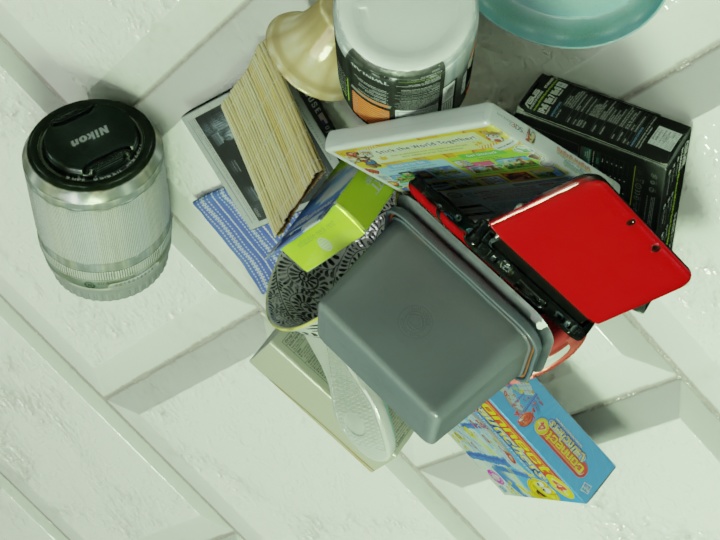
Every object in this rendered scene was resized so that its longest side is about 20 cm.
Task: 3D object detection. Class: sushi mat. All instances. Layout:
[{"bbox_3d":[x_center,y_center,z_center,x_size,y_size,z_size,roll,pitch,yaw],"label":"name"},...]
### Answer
[{"bbox_3d":[-0.090,-0.134,1.609,0.096,0.012,0.201,-55,42,33],"label":"sushi mat"}]

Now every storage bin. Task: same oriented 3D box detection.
[{"bbox_3d":[0.057,0.058,1.502,0.200,0.134,0.146,44,162,15],"label":"storage bin"}]

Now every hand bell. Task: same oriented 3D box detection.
[{"bbox_3d":[0.005,-0.257,1.478,0.104,0.104,0.200,41,133,-3],"label":"hand bell"}]

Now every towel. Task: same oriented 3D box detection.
[{"bbox_3d":[-0.097,-0.044,1.844,0.199,0.024,0.145,-17,117,51],"label":"towel"}]

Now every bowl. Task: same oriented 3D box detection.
[{"bbox_3d":[0.000,0.000,1.676,0.094,0.202,0.200,37,149,-27],"label":"bowl"}]

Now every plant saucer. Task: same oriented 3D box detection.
[{"bbox_3d":[0.162,-0.270,1.319,0.198,0.028,0.201,14,138,13],"label":"plant saucer"}]

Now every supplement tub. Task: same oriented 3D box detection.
[{"bbox_3d":[0.038,-0.191,1.393,0.122,0.123,0.200,33,170,8],"label":"supplement tub"}]

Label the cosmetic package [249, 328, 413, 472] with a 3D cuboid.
[{"bbox_3d":[-0.020,0.128,1.898,0.200,0.104,0.073,43,146,-4],"label":"cosmetic package"}]

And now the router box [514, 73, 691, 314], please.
[{"bbox_3d":[0.216,-0.069,1.492,0.149,0.062,0.201,23,143,21],"label":"router box"}]

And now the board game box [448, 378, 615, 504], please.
[{"bbox_3d":[0.155,0.163,1.772,0.200,0.056,0.196,47,162,-11],"label":"board game box"}]

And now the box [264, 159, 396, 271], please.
[{"bbox_3d":[-0.002,-0.082,1.556,0.048,0.201,0.122,42,146,-10],"label":"box"}]

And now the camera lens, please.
[{"bbox_3d":[-0.300,-0.083,1.866,0.159,0.160,0.201,24,143,20],"label":"camera lens"}]

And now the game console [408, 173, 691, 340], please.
[{"bbox_3d":[0.168,-0.035,1.442,0.200,0.119,0.172,39,-175,-44],"label":"game console"}]

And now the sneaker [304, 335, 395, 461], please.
[{"bbox_3d":[0.017,0.105,1.813,0.073,0.118,0.202,-13,102,46],"label":"sneaker"}]

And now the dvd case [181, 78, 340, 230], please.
[{"bbox_3d":[-0.096,-0.131,1.724,0.199,0.025,0.151,-18,107,52],"label":"dvd case"}]

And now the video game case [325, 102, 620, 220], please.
[{"bbox_3d":[0.098,-0.092,1.427,0.181,0.023,0.199,26,160,-39],"label":"video game case"}]

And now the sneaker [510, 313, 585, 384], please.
[{"bbox_3d":[0.117,0.048,1.590,0.198,0.078,0.116,-16,110,33],"label":"sneaker"}]

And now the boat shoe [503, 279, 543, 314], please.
[{"bbox_3d":[0.168,0.041,1.655,0.072,0.068,0.200,41,145,-3],"label":"boat shoe"}]
